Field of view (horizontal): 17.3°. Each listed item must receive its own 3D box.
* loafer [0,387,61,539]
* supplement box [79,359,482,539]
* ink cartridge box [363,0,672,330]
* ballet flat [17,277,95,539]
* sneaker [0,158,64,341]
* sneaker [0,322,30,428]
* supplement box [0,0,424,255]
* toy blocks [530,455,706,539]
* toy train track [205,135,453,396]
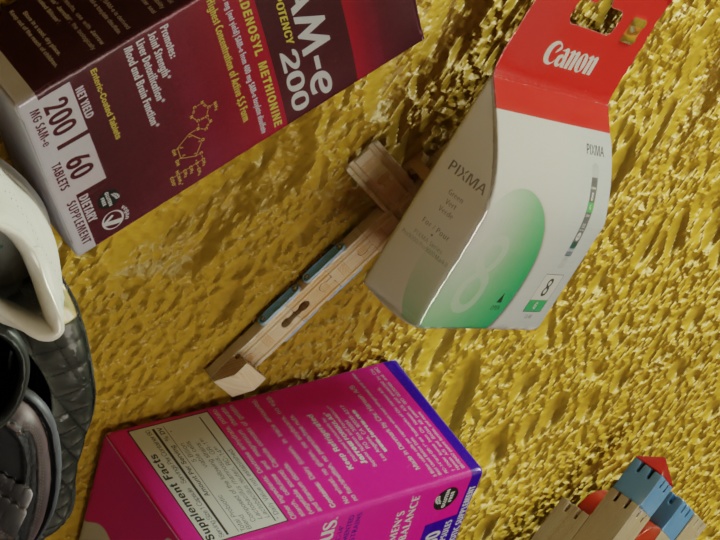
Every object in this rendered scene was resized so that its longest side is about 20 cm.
[{"bbox_3d":[-0.201,0.137,1.170,0.201,0.072,0.063,-61,-179,40],"label":"loafer"},{"bbox_3d":[-0.046,0.137,1.330,0.199,0.103,0.102,-12,136,-33],"label":"supplement box"},{"bbox_3d":[0.100,-0.060,1.271,0.201,0.050,0.161,-56,156,15],"label":"ink cartridge box"},{"bbox_3d":[-0.168,0.069,1.170,0.057,0.066,0.201,-21,140,-30],"label":"ballet flat"},{"bbox_3d":[-0.190,-0.039,0.997,0.075,0.089,0.200,-43,129,7],"label":"sneaker"},{"bbox_3d":[-0.236,0.058,1.052,0.199,0.099,0.071,-27,118,-26],"label":"sneaker"},{"bbox_3d":[-0.073,-0.106,1.085,0.199,0.061,0.109,-33,144,-13],"label":"supplement box"},{"bbox_3d":[0.179,0.200,1.632,0.137,0.100,0.200,-52,145,-6],"label":"toy blocks"},{"bbox_3d":[0.000,0.000,1.289,0.200,0.033,0.115,-43,145,2],"label":"toy train track"}]
